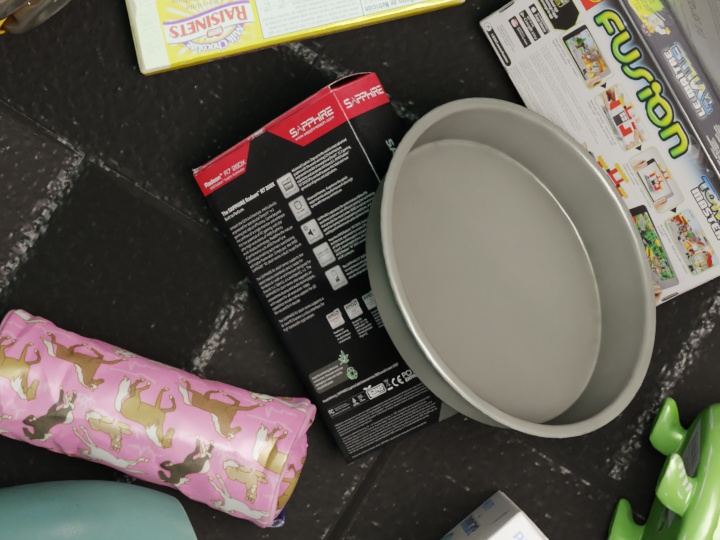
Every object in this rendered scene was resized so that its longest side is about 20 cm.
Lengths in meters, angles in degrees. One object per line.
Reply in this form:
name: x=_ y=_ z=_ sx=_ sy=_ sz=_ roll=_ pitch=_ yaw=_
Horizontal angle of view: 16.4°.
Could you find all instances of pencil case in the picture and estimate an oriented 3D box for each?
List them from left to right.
pencil case: x=-0.129 y=0.085 z=1.456 sx=0.199 sy=0.087 sz=0.083 roll=17 pitch=46 yaw=0

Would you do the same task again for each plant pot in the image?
plant pot: x=-0.163 y=0.209 z=1.409 sx=0.160 sy=0.201 sz=0.201 roll=-15 pitch=89 yaw=-13

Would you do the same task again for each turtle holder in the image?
turtle holder: x=0.212 y=0.176 z=1.436 sx=0.131 sy=0.141 sz=0.186 roll=19 pitch=88 yaw=-2

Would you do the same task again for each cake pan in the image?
cake pan: x=0.082 y=0.002 z=1.403 sx=0.200 sy=0.037 sz=0.201 roll=17 pitch=61 yaw=-33

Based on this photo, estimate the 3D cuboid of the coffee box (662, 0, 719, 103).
coffee box: x=0.288 y=-0.168 z=1.369 sx=0.197 sy=0.200 sz=0.200 roll=-29 pitch=131 yaw=-6

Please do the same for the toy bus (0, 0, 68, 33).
toy bus: x=-0.266 y=-0.165 z=1.404 sx=0.192 sy=0.200 sz=0.136 roll=-39 pitch=91 yaw=8

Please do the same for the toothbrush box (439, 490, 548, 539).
toothbrush box: x=0.036 y=0.224 z=1.430 sx=0.200 sy=0.146 sz=0.085 roll=-41 pitch=91 yaw=-2

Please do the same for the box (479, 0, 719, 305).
box: x=0.160 y=-0.084 z=1.456 sx=0.035 sy=0.110 sz=0.200 roll=-29 pitch=90 yaw=-41

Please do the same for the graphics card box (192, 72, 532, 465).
graphics card box: x=0.000 y=0.000 z=1.449 sx=0.125 sy=0.051 sz=0.200 roll=-29 pitch=88 yaw=38

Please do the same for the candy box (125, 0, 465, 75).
candy box: x=-0.045 y=-0.188 z=1.494 sx=0.199 sy=0.026 sz=0.103 roll=-12 pitch=92 yaw=-1
